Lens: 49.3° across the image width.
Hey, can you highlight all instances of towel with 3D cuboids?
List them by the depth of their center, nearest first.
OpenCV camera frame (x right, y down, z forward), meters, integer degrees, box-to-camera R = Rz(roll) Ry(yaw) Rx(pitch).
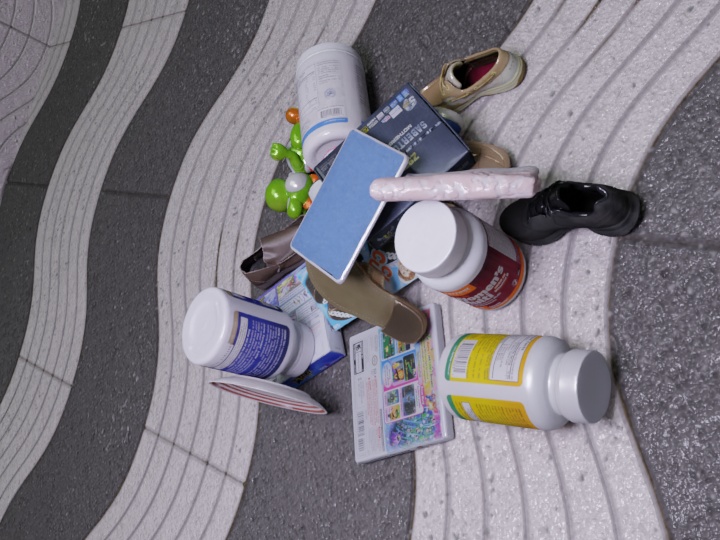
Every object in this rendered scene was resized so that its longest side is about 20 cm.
[{"bbox_3d":[0.129,-0.111,0.997,0.195,0.191,0.033,-1,100,17],"label":"towel"}]

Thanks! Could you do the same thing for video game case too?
[{"bbox_3d":[0.056,0.172,1.184,0.180,0.023,0.205,-25,57,38],"label":"video game case"},{"bbox_3d":[-0.118,0.105,1.377,0.199,0.045,0.185,-34,54,33],"label":"video game case"}]

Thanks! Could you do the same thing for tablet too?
[{"bbox_3d":[-0.018,-0.095,1.127,0.129,0.014,0.203,33,96,41],"label":"tablet"}]

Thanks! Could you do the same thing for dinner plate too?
[{"bbox_3d":[-0.145,0.196,1.256,0.197,0.198,0.025,-1,69,45],"label":"dinner plate"}]

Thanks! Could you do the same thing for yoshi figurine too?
[{"bbox_3d":[-0.133,-0.194,1.475,0.111,0.110,0.205,-17,64,59],"label":"yoshi figurine"}]

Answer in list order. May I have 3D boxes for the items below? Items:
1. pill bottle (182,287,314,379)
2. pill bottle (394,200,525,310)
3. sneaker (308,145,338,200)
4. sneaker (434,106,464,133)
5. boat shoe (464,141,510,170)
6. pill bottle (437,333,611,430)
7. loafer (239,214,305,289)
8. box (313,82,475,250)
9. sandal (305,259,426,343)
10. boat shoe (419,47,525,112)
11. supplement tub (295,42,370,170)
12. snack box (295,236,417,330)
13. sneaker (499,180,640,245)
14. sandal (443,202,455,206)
[{"bbox_3d":[-0.172,0.108,1.252,0.118,0.198,0.123,-19,62,39],"label":"pill bottle"},{"bbox_3d":[0.133,-0.019,1.037,0.108,0.198,0.112,-10,71,33],"label":"pill bottle"},{"bbox_3d":[-0.027,-0.138,1.339,0.200,0.079,0.088,123,134,-62],"label":"sneaker"},{"bbox_3d":[0.082,-0.183,1.253,0.198,0.076,0.114,-7,64,49],"label":"sneaker"},{"bbox_3d":[0.135,-0.143,1.192,0.196,0.065,0.074,-8,70,23],"label":"boat shoe"},{"bbox_3d":[0.202,0.137,0.978,0.197,0.112,0.116,-3,72,46],"label":"pill bottle"},{"bbox_3d":[-0.151,-0.034,1.446,0.199,0.070,0.074,-41,49,28],"label":"loafer"},{"bbox_3d":[0.048,-0.155,1.164,0.199,0.051,0.159,-40,65,6],"label":"box"},{"bbox_3d":[0.013,0.031,1.186,0.210,0.070,0.079,35,112,10],"label":"sandal"},{"bbox_3d":[0.159,-0.300,1.228,0.197,0.066,0.076,-17,63,42],"label":"boat shoe"},{"bbox_3d":[-0.046,-0.283,1.391,0.131,0.131,0.204,-29,54,35],"label":"supplement tub"},{"bbox_3d":[0.000,0.000,1.251,0.199,0.037,0.117,-35,95,33],"label":"snack box"},{"bbox_3d":[0.257,-0.084,1.024,0.197,0.090,0.078,-9,69,45],"label":"sneaker"},{"bbox_3d":[0.067,-0.085,1.238,0.209,0.069,0.080,1,75,47],"label":"sandal"}]
